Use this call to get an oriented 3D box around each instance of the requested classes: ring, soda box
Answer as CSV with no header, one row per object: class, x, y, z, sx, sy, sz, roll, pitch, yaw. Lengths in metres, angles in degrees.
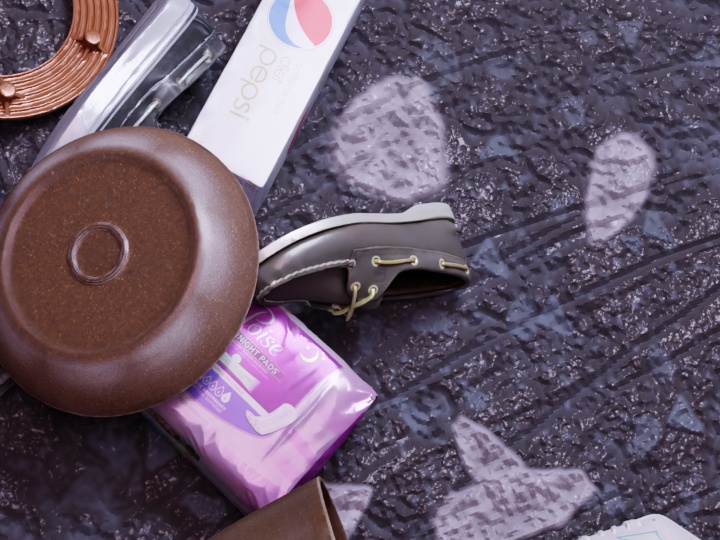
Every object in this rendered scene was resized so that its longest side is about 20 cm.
ring,-0.272,-0.203,1.161,0.199,0.019,0.202,9,65,-21
soda box,-0.062,-0.146,1.181,0.068,0.064,0.201,26,68,-1

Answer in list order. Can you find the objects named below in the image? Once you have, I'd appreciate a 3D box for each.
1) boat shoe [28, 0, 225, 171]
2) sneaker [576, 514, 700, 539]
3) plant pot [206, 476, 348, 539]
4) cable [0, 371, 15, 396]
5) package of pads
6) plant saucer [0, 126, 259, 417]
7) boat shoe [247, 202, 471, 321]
boat shoe,-0.167,-0.109,1.144,0.071,0.072,0.201,40,79,-17
sneaker,0.180,0.210,1.108,0.199,0.071,0.081,14,60,-12
plant pot,-0.086,0.253,0.994,0.198,0.187,0.188,-21,76,-1
cable,-0.226,0.016,1.102,0.199,0.050,0.097,-30,75,-17
package of pads,-0.097,0.066,1.096,0.200,0.076,0.121,42,71,5
plant saucer,-0.166,-0.007,1.043,0.199,0.037,0.202,-4,73,13
boat shoe,0.002,-0.001,1.108,0.201,0.072,0.061,-12,72,-44
